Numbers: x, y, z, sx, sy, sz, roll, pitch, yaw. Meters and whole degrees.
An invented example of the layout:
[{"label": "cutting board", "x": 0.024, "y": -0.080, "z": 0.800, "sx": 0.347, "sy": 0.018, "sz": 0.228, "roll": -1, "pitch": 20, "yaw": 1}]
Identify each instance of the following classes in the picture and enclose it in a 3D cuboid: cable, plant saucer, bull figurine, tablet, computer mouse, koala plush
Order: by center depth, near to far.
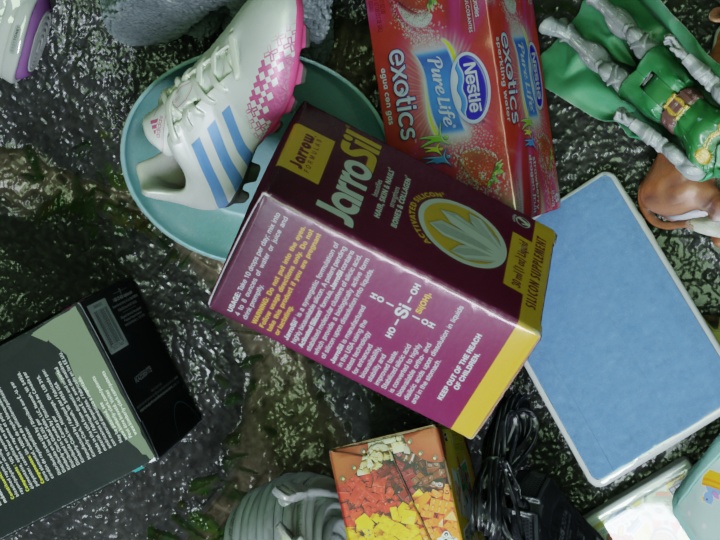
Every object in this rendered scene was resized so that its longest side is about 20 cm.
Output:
[{"label": "koala plush", "x": -0.077, "y": -0.264, "z": 1.192, "sx": 0.175, "sy": 0.184, "sz": 0.202, "roll": 15, "pitch": 73, "yaw": -10}, {"label": "bull figurine", "x": 0.275, "y": -0.110, "z": 1.197, "sx": 0.121, "sy": 0.065, "sz": 0.202, "roll": 38, "pitch": 109, "yaw": 35}, {"label": "computer mouse", "x": 0.131, "y": 0.199, "z": 1.211, "sx": 0.052, "sy": 0.139, "sz": 0.201, "roll": -22, "pitch": 116, "yaw": 30}, {"label": "cable", "x": -0.027, "y": 0.245, "z": 1.212, "sx": 0.069, "sy": 0.200, "sz": 0.202, "roll": -20, "pitch": 86, "yaw": 14}, {"label": "tablet", "x": 0.176, "y": 0.040, "z": 1.220, "sx": 0.129, "sy": 0.014, "sz": 0.201, "roll": -32, "pitch": 68, "yaw": 11}, {"label": "plant saucer", "x": -0.074, "y": -0.088, "z": 1.225, "sx": 0.197, "sy": 0.036, "sz": 0.202, "roll": 0, "pitch": 133, "yaw": 1}]

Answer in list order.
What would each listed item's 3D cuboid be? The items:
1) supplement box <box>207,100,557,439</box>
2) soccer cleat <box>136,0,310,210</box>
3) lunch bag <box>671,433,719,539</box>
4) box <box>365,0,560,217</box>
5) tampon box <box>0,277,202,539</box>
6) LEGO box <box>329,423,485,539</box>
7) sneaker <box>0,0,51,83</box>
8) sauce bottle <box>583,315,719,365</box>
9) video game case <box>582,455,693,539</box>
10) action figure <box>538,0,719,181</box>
[{"label": "supplement box", "x": 0.018, "y": -0.002, "z": 1.108, "sx": 0.198, "sy": 0.131, "sz": 0.104, "roll": 26, "pitch": 124, "yaw": -6}, {"label": "soccer cleat", "x": -0.096, "y": -0.112, "z": 1.122, "sx": 0.085, "sy": 0.070, "sz": 0.201, "roll": 2, "pitch": 139, "yaw": -23}, {"label": "lunch bag", "x": 0.334, "y": 0.160, "z": 1.169, "sx": 0.199, "sy": 0.122, "sz": 0.171, "roll": 31, "pitch": 136, "yaw": 2}, {"label": "box", "x": 0.073, "y": -0.132, "z": 1.200, "sx": 0.094, "sy": 0.099, "sz": 0.203, "roll": -6, "pitch": 95, "yaw": 26}, {"label": "tampon box", "x": -0.244, "y": 0.112, "z": 1.248, "sx": 0.198, "sy": 0.150, "sz": 0.127, "roll": -26, "pitch": 93, "yaw": 9}, {"label": "LEGO box", "x": 0.044, "y": 0.188, "z": 1.186, "sx": 0.076, "sy": 0.200, "sz": 0.151, "roll": -13, "pitch": 83, "yaw": 7}, {"label": "sneaker", "x": -0.269, "y": -0.247, "z": 1.251, "sx": 0.098, "sy": 0.075, "sz": 0.202, "roll": 16, "pitch": 98, "yaw": 4}, {"label": "sauce bottle", "x": 0.262, "y": 0.064, "z": 1.224, "sx": 0.197, "sy": 0.066, "sz": 0.067, "roll": 2, "pitch": 96, "yaw": 11}, {"label": "video game case", "x": 0.209, "y": 0.269, "z": 1.275, "sx": 0.199, "sy": 0.023, "sz": 0.183, "roll": -32, "pitch": 92, "yaw": 9}, {"label": "action figure", "x": 0.211, "y": -0.127, "z": 1.178, "sx": 0.200, "sy": 0.054, "sz": 0.119, "roll": 47, "pitch": 112, "yaw": 28}]
